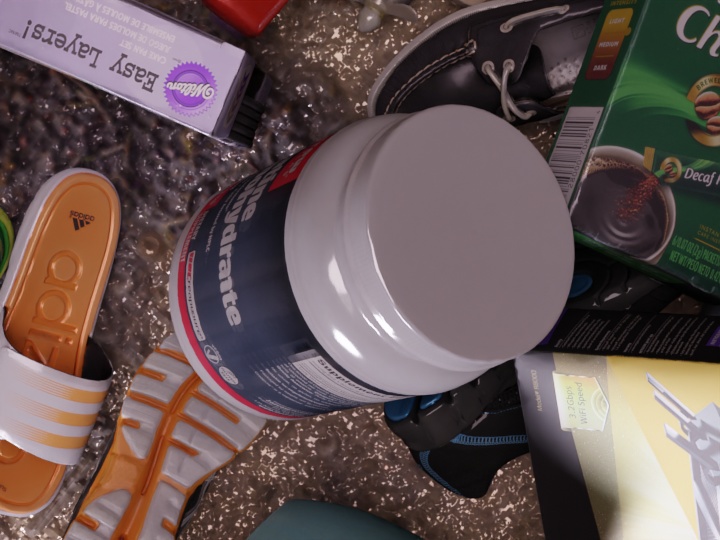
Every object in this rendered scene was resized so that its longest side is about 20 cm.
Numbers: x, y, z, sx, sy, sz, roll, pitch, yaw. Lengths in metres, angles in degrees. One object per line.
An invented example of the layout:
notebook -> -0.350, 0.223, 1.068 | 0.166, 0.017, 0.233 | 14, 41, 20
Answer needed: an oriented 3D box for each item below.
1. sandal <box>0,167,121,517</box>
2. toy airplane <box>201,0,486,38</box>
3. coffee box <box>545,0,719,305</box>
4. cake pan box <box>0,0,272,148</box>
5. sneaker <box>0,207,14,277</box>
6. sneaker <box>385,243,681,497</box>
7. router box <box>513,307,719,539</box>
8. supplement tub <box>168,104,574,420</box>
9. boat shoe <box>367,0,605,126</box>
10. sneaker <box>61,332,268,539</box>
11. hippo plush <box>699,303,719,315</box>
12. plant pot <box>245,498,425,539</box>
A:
sandal -> -0.177, 0.044, 0.817 | 0.079, 0.059, 0.208 | 13, 92, -37
toy airplane -> -0.033, -0.226, 0.796 | 0.198, 0.141, 0.201 | -16, 81, -36
coffee box -> 0.176, -0.096, 0.748 | 0.123, 0.044, 0.201 | 24, 85, -24
cake pan box -> -0.142, -0.124, 0.763 | 0.199, 0.184, 0.053 | 23, 95, -2
sneaker -> -0.264, 0.049, 0.821 | 0.074, 0.084, 0.201 | 20, 93, 0
sneaker -> 0.110, 0.049, 0.826 | 0.200, 0.073, 0.082 | -34, 117, 0
router box -> 0.171, 0.120, 0.726 | 0.157, 0.052, 0.201 | 2, 116, 33
supplement tub -> 0.000, 0.000, 0.742 | 0.140, 0.200, 0.141 | 8, 75, -32
boat shoe -> 0.101, -0.116, 0.813 | 0.199, 0.060, 0.074 | -20, 121, -1
sneaker -> -0.116, 0.109, 0.829 | 0.078, 0.077, 0.200 | 34, 74, -5
hippo plush -> 0.282, 0.030, 0.781 | 0.160, 0.160, 0.200 | 24, 52, 2
plant pot -> -0.016, 0.222, 0.773 | 0.161, 0.201, 0.201 | 38, 92, 10
